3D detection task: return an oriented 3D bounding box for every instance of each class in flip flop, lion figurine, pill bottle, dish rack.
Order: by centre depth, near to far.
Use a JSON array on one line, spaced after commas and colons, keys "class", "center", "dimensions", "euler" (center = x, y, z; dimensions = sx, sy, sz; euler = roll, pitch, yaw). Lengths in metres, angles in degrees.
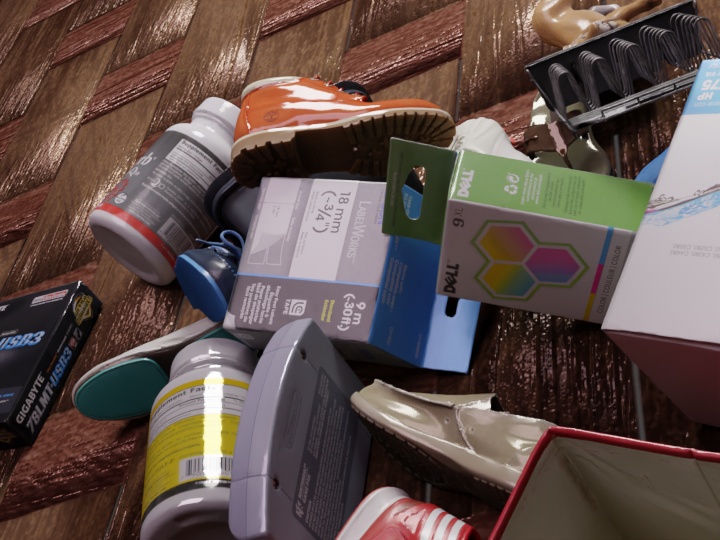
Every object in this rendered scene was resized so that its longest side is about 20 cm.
[{"class": "dish rack", "center": [0.217, -0.162, 0.909], "dimensions": [0.153, 0.055, 0.200], "euler": [-22, 12, 10]}, {"class": "pill bottle", "center": [-0.118, 0.150, 0.926], "dimensions": [0.111, 0.111, 0.200], "euler": [-27, 35, 15]}, {"class": "flip flop", "center": [0.179, -0.122, 1.023], "dimensions": [0.081, 0.058, 0.200], "euler": [-20, 38, 24]}, {"class": "lion figurine", "center": [0.217, -0.234, 1.100], "dimensions": [0.122, 0.073, 0.200], "euler": [-30, 28, -8]}, {"class": "pill bottle", "center": [-0.199, -0.091, 1.272], "dimensions": [0.116, 0.116, 0.200], "euler": [12, 57, 48]}]

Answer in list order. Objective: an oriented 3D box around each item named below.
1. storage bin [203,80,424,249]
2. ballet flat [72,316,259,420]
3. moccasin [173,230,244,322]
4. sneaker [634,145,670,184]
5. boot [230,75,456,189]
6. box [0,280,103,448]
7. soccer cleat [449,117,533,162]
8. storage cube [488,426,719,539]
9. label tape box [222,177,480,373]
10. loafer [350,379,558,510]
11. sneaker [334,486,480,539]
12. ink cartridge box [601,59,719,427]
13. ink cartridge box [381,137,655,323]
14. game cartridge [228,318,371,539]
[{"class": "storage bin", "center": [-0.032, -0.070, 1.094], "dimensions": [0.200, 0.146, 0.134], "euler": [-39, 45, -2]}, {"class": "ballet flat", "center": [-0.183, 0.088, 1.105], "dimensions": [0.200, 0.069, 0.069], "euler": [-25, 36, 8]}, {"class": "moccasin", "center": [-0.133, -0.002, 1.071], "dimensions": [0.068, 0.081, 0.200], "euler": [-27, 13, -13]}, {"class": "sneaker", "center": [0.294, -0.119, 0.901], "dimensions": [0.200, 0.078, 0.066], "euler": [-32, 37, 11]}, {"class": "boot", "center": [-0.017, -0.139, 1.019], "dimensions": [0.200, 0.075, 0.107], "euler": [-5, 50, 2]}, {"class": "box", "center": [-0.410, 0.113, 1.285], "dimensions": [0.200, 0.050, 0.199], "euler": [-11, 43, 32]}, {"class": "soccer cleat", "center": [0.103, -0.097, 1.016], "dimensions": [0.200, 0.078, 0.069], "euler": [-126, 45, -65]}, {"class": "storage cube", "center": [0.162, 0.206, 0.551], "dimensions": [0.171, 0.180, 0.200], "euler": [3, 50, 43]}, {"class": "label tape box", "center": [0.000, 0.000, 0.952], "dimensions": [0.200, 0.063, 0.144], "euler": [4, 70, 22]}, {"class": "loafer", "center": [0.077, 0.121, 0.824], "dimensions": [0.200, 0.076, 0.068], "euler": [21, 63, 41]}, {"class": "sneaker", "center": [0.009, 0.236, 0.745], "dimensions": [0.115, 0.078, 0.200], "euler": [6, 54, 47]}, {"class": "ink cartridge box", "center": [0.272, -0.010, 0.700], "dimensions": [0.146, 0.147, 0.200], "euler": [8, 66, 44]}, {"class": "ink cartridge box", "center": [0.111, -0.028, 0.855], "dimensions": [0.200, 0.104, 0.059], "euler": [11, 48, 7]}, {"class": "game cartridge", "center": [-0.042, 0.140, 0.850], "dimensions": [0.040, 0.133, 0.200], "euler": [-13, 40, 22]}]
